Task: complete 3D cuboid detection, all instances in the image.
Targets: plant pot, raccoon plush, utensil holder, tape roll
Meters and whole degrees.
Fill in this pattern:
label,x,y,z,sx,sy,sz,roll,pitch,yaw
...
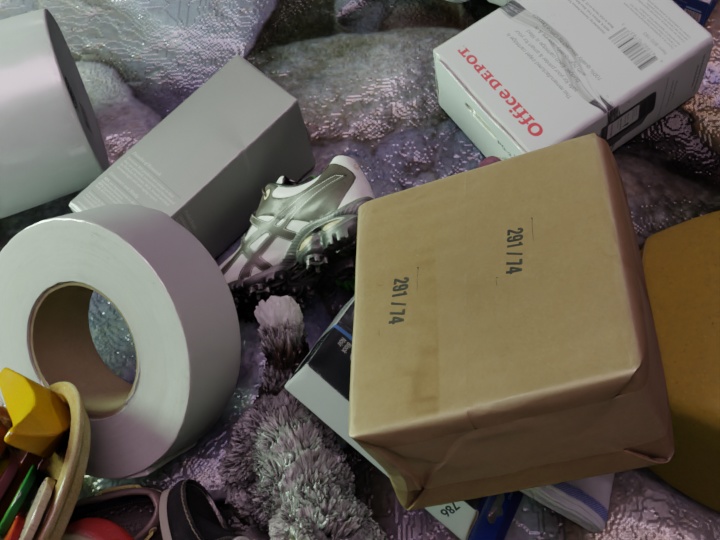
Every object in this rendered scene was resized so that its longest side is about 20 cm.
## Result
label,x,y,z,sx,sy,sz,roll,pitch,yaw
plant pot,0.283,0.067,0.737,0.198,0.196,0.196,11,65,14
raccoon plush,-0.046,0.125,0.745,0.096,0.134,0.202,-17,99,-22
utensil holder,-0.341,-0.123,0.917,0.198,0.170,0.171,-20,63,-5
tape roll,-0.191,0.053,0.801,0.201,0.071,0.204,6,105,25

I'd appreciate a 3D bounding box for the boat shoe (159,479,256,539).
label,x,y,z,sx,sy,sz,roll,pitch,yaw
boat shoe,-0.081,0.218,0.729,0.068,0.072,0.200,-42,48,5

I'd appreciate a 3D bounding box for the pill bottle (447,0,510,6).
label,x,y,z,sx,sy,sz,roll,pitch,yaw
pill bottle,0.072,-0.324,1.002,0.199,0.113,0.113,27,69,19

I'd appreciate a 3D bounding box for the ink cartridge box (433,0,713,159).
label,x,y,z,sx,sy,sz,roll,pitch,yaw
ink cartridge box,0.183,-0.175,0.929,0.199,0.084,0.146,-34,65,-10

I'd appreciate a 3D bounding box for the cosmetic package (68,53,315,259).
label,x,y,z,sx,sy,sz,roll,pitch,yaw
cosmetic package,-0.138,-0.076,0.906,0.090,0.107,0.200,36,71,22

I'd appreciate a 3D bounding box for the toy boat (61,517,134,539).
label,x,y,z,sx,sy,sz,roll,pitch,yaw
toy boat,-0.149,0.261,0.736,0.130,0.131,0.201,-36,89,30

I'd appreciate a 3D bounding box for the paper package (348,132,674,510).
label,x,y,z,sx,sy,sz,roll,pitch,yaw
paper package,0.092,0.033,0.685,0.189,0.104,0.201,-15,47,18

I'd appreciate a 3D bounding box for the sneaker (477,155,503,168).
label,x,y,z,sx,sy,sz,roll,pitch,yaw
sneaker,0.099,-0.005,0.859,0.089,0.075,0.202,-6,62,-2

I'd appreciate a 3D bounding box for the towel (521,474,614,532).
label,x,y,z,sx,sy,sz,roll,pitch,yaw
towel,0.156,0.079,0.790,0.146,0.024,0.201,34,61,-25

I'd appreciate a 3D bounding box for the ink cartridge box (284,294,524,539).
label,x,y,z,sx,sy,sz,roll,pitch,yaw
ink cartridge box,0.047,0.112,0.763,0.200,0.039,0.100,41,41,-4

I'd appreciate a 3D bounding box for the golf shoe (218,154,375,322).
label,x,y,z,sx,sy,sz,roll,pitch,yaw
golf shoe,-0.064,-0.022,0.856,0.199,0.078,0.095,-25,62,28

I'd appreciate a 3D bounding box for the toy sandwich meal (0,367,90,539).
label,x,y,z,sx,sy,sz,roll,pitch,yaw
toy sandwich meal,-0.262,0.153,0.731,0.205,0.070,0.206,-38,35,33

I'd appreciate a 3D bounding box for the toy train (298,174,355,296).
label,x,y,z,sx,sy,sz,roll,pitch,yaw
toy train,0.000,0.000,0.878,0.042,0.057,0.200,-32,64,-10

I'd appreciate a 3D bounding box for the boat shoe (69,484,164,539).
label,x,y,z,sx,sy,sz,roll,pitch,yaw
boat shoe,-0.235,0.214,0.796,0.198,0.060,0.072,-19,63,-3

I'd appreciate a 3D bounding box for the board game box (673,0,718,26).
label,x,y,z,sx,sy,sz,roll,pitch,yaw
board game box,0.273,-0.332,1.025,0.199,0.035,0.136,27,69,18
